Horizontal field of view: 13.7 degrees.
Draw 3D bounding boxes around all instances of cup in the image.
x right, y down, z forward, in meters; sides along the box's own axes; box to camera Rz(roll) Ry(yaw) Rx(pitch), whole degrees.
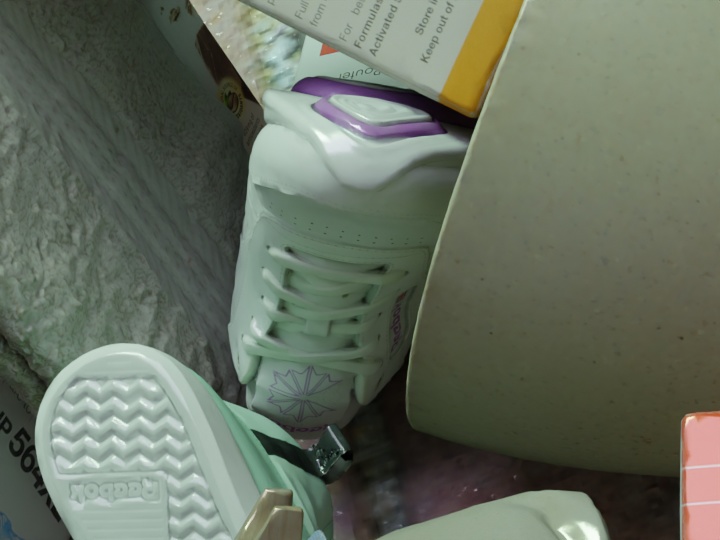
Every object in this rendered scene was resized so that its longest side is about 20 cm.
[{"bbox_3d":[0.117,-0.022,0.842,0.143,0.201,0.201,21,56,12],"label":"cup"}]

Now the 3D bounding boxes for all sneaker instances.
[{"bbox_3d":[-0.017,0.118,0.841,0.074,0.118,0.201,-25,74,13],"label":"sneaker"},{"bbox_3d":[0.000,0.000,0.889,0.075,0.200,0.100,12,82,1],"label":"sneaker"}]

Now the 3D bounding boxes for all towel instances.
[{"bbox_3d":[-0.085,-0.019,0.928,0.034,0.200,0.133,-14,40,33],"label":"towel"}]

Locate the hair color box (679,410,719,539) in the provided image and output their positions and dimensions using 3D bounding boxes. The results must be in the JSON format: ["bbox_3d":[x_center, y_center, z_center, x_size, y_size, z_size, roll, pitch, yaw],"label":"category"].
[{"bbox_3d":[0.107,0.141,0.658,0.064,0.111,0.201,-5,63,13],"label":"hair color box"}]

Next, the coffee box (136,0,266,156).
[{"bbox_3d":[-0.132,-0.085,1.015,0.113,0.200,0.080,-7,43,33],"label":"coffee box"}]

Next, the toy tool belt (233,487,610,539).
[{"bbox_3d":[0.001,0.111,0.672,0.122,0.125,0.200,-2,4,-3],"label":"toy tool belt"}]

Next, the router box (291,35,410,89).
[{"bbox_3d":[0.086,-0.114,1.047,0.199,0.049,0.180,-9,43,23],"label":"router box"}]

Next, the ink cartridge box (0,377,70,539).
[{"bbox_3d":[-0.176,0.055,0.955,0.125,0.129,0.200,10,53,37],"label":"ink cartridge box"}]

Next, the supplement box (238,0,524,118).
[{"bbox_3d":[-0.026,-0.121,0.876,0.200,0.126,0.074,27,101,10],"label":"supplement box"}]
